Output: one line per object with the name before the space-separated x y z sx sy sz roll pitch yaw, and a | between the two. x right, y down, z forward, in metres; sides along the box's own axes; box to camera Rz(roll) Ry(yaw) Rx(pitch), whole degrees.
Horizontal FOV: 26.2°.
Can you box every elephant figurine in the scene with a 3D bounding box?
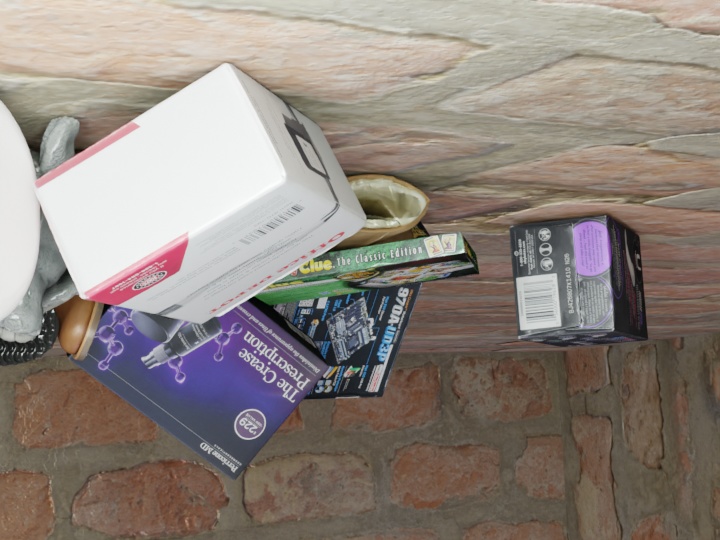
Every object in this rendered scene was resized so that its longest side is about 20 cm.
elephant figurine | -0.250 -0.011 1.088 0.153 0.143 0.200 -6 172 1

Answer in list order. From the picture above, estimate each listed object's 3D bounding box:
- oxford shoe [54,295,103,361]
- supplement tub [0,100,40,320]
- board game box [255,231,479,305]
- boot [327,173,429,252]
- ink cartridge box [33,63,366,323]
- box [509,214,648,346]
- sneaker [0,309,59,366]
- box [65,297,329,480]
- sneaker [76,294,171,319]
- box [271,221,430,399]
oxford shoe | -0.262 0.011 1.319 0.071 0.072 0.200 18 -159 -27
supplement tub | -0.307 -0.032 0.918 0.198 0.147 0.145 -5 173 16
board game box | 0.000 0.000 1.352 0.198 0.024 0.105 -8 171 10
boot | 0.009 -0.037 1.375 0.173 0.067 0.200 -6 172 -26
ink cartridge box | -0.094 -0.041 0.986 0.144 0.084 0.200 -30 168 9
box | 0.236 0.015 1.653 0.105 0.124 0.200 -6 173 20
sneaker | -0.342 0.034 1.221 0.198 0.071 0.090 1 -173 -26
box | -0.149 0.071 1.394 0.200 0.141 0.079 39 -175 -24
sneaker | -0.174 -0.002 1.224 0.087 0.074 0.199 27 168 -39
box | -0.027 0.042 1.553 0.157 0.201 0.046 0 -143 -26
